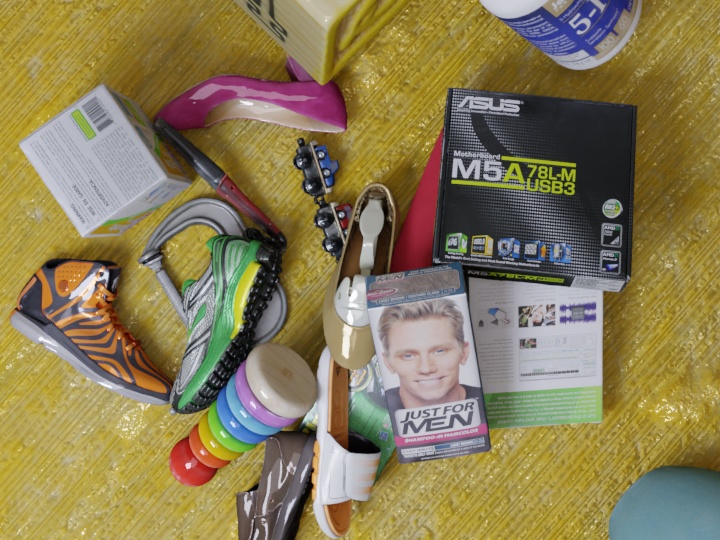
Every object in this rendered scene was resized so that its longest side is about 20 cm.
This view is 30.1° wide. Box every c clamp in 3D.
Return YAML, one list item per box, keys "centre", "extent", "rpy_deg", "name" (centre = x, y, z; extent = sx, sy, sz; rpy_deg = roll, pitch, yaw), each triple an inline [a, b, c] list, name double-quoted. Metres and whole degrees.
- centre: [-0.172, 0.031, 1.443]
  extent: [0.170, 0.027, 0.201]
  rpy_deg: [-26, 91, 1]
  name: "c clamp"

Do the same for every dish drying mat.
- centre: [0.092, -0.074, 1.417]
  extent: [0.076, 0.018, 0.201]
  rpy_deg: [17, 82, 31]
  name: "dish drying mat"

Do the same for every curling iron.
- centre: [-0.147, -0.086, 1.417]
  extent: [0.025, 0.050, 0.200]
  rpy_deg: [-31, 106, 31]
  name: "curling iron"

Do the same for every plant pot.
- centre: [0.335, 0.281, 1.379]
  extent: [0.200, 0.200, 0.135]
  rpy_deg: [-46, 53, 0]
  name: "plant pot"

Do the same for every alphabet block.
- centre: [-0.041, -0.341, 1.337]
  extent: [0.200, 0.196, 0.195]
  rpy_deg: [43, 83, 4]
  name: "alphabet block"

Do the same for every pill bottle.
- centre: [0.184, -0.295, 1.344]
  extent: [0.199, 0.119, 0.120]
  rpy_deg: [25, 91, -43]
  name: "pill bottle"

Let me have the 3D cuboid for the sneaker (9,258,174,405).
- centre: [-0.267, 0.055, 1.418]
  extent: [0.199, 0.078, 0.112]
  rpy_deg: [31, 92, 0]
  name: "sneaker"

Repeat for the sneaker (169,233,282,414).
- centre: [-0.154, 0.057, 1.407]
  extent: [0.085, 0.078, 0.201]
  rpy_deg: [23, 91, 19]
  name: "sneaker"

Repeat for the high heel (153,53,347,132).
- centre: [-0.115, -0.162, 1.422]
  extent: [0.199, 0.067, 0.096]
  rpy_deg: [-20, 80, -13]
  name: "high heel"

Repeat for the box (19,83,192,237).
- centre: [-0.251, -0.106, 1.356]
  extent: [0.101, 0.200, 0.113]
  rpy_deg: [-35, 92, 1]
  name: "box"

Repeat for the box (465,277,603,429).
- centre: [0.182, 0.069, 1.407]
  extent: [0.143, 0.036, 0.201]
  rpy_deg: [-3, 108, -2]
  name: "box"

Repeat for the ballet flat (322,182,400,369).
- centre: [0.000, 0.000, 1.377]
  extent: [0.068, 0.063, 0.201]
  rpy_deg: [7, 67, 1]
  name: "ballet flat"

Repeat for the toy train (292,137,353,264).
- centre: [-0.024, -0.050, 1.437]
  extent: [0.046, 0.034, 0.201]
  rpy_deg: [-20, 93, -11]
  name: "toy train"

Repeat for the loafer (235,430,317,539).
- centre: [-0.100, 0.257, 1.426]
  extent: [0.071, 0.073, 0.201]
  rpy_deg: [23, 93, 11]
  name: "loafer"

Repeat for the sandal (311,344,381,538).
- centre: [-0.011, 0.179, 1.386]
  extent: [0.059, 0.079, 0.208]
  rpy_deg: [2, 96, 21]
  name: "sandal"

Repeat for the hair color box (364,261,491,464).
- centre: [0.069, 0.096, 1.341]
  extent: [0.099, 0.061, 0.201]
  rpy_deg: [-9, 122, 5]
  name: "hair color box"

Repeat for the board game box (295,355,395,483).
- centre: [0.017, 0.123, 1.430]
  extent: [0.104, 0.023, 0.201]
  rpy_deg: [30, 99, -1]
  name: "board game box"

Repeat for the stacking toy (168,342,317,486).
- centre: [-0.135, 0.160, 1.390]
  extent: [0.085, 0.085, 0.200]
  rpy_deg: [48, 122, 0]
  name: "stacking toy"

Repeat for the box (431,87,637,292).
- centre: [0.177, -0.083, 1.357]
  extent: [0.198, 0.048, 0.195]
  rpy_deg: [6, 74, 2]
  name: "box"
